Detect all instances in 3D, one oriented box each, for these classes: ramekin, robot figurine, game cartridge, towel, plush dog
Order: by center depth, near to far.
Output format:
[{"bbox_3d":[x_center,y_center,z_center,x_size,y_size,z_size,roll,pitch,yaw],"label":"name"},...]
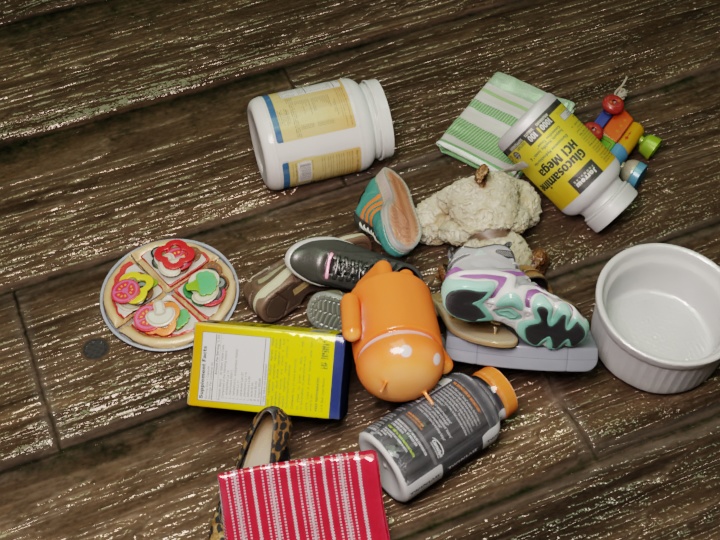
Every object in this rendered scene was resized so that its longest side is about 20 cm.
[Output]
[{"bbox_3d":[-0.067,0.301,1.510,0.200,0.022,0.145,-7,94,-10],"label":"towel"},{"bbox_3d":[0.046,0.083,1.582,0.116,0.144,0.200,-16,48,7],"label":"robot figurine"},{"bbox_3d":[0.213,0.099,1.666,0.200,0.041,0.133,4,8,4],"label":"game cartridge"},{"bbox_3d":[0.409,0.070,1.685,0.200,0.098,0.201,2,53,-3],"label":"ramekin"},{"bbox_3d":[0.186,-0.049,1.775,0.200,0.160,0.172,-12,77,-8],"label":"plush dog"},{"bbox_3d":[0.230,-0.230,1.973,0.152,0.023,0.200,27,58,21],"label":"towel"}]

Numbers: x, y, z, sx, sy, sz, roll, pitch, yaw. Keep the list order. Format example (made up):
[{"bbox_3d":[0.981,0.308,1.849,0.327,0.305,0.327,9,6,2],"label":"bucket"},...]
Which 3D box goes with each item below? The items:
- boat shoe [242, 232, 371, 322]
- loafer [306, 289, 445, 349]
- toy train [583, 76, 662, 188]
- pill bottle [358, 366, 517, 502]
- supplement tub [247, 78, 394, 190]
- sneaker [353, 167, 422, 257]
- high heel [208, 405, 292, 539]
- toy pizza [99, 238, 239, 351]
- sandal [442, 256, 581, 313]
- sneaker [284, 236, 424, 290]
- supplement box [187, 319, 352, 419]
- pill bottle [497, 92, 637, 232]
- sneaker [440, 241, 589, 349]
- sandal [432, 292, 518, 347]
[{"bbox_3d":[-0.080,-0.007,1.779,0.202,0.075,0.075,-29,44,-25],"label":"boat shoe"},{"bbox_3d":[0.027,0.072,1.710,0.200,0.075,0.070,24,17,2],"label":"loafer"},{"bbox_3d":[0.419,-0.217,1.929,0.116,0.085,0.200,33,59,12],"label":"toy train"},{"bbox_3d":[0.105,0.201,1.592,0.200,0.106,0.106,-30,58,-21],"label":"pill bottle"},{"bbox_3d":[-0.061,-0.210,1.887,0.200,0.145,0.145,-13,53,-10],"label":"supplement tub"},{"bbox_3d":[0.035,-0.068,1.801,0.071,0.080,0.200,35,25,-22],"label":"sneaker"},{"bbox_3d":[-0.143,0.265,1.524,0.071,0.143,0.200,19,55,15],"label":"high heel"},{"bbox_3d":[-0.274,0.028,1.779,0.200,0.032,0.200,0,52,1],"label":"toy pizza"},{"bbox_3d":[0.211,0.016,1.697,0.200,0.082,0.055,23,72,9],"label":"sandal"},{"bbox_3d":[0.000,0.000,1.711,0.200,0.099,0.071,13,92,-21],"label":"sneaker"},{"bbox_3d":[-0.115,0.127,1.628,0.200,0.110,0.109,5,90,5],"label":"supplement box"},{"bbox_3d":[0.307,-0.155,1.827,0.200,0.112,0.112,45,62,1],"label":"pill bottle"},{"bbox_3d":[0.203,0.016,1.609,0.200,0.078,0.140,21,40,-12],"label":"sneaker"},{"bbox_3d":[0.146,0.042,1.667,0.077,0.070,0.212,0,13,-20],"label":"sandal"}]
